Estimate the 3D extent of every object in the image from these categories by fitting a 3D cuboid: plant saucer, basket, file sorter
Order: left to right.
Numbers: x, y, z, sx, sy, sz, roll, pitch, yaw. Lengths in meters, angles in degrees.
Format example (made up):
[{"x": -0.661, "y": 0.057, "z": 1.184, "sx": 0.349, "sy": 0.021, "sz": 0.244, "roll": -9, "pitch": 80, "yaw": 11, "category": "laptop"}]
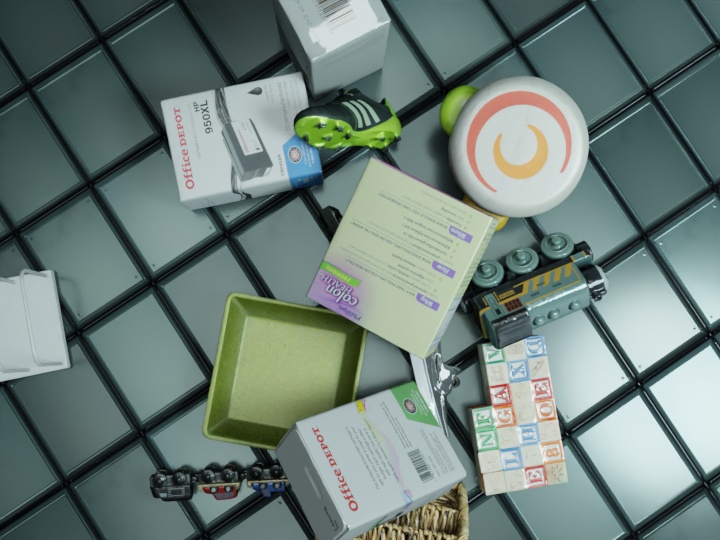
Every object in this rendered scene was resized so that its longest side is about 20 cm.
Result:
[{"x": -0.515, "y": 0.082, "z": 1.233, "sx": 0.198, "sy": 0.125, "sz": 0.140, "roll": -11, "pitch": 85, "yaw": -1, "category": "file sorter"}, {"x": -0.101, "y": 0.146, "z": 1.273, "sx": 0.198, "sy": 0.048, "sz": 0.202, "roll": 10, "pitch": 85, "yaw": 0, "category": "plant saucer"}, {"x": 0.040, "y": 0.341, "z": 1.213, "sx": 0.198, "sy": 0.143, "sz": 0.150, "roll": 13, "pitch": 86, "yaw": 0, "category": "basket"}]

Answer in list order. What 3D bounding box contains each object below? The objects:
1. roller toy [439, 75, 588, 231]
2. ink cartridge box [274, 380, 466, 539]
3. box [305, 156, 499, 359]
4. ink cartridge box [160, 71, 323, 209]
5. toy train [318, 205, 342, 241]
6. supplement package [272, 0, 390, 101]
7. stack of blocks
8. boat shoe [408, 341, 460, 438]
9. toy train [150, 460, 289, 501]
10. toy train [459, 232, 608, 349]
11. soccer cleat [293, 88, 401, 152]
[{"x": 0.211, "y": -0.163, "z": 1.256, "sx": 0.181, "sy": 0.140, "sz": 0.201, "roll": -15, "pitch": 94, "yaw": 5, "category": "roller toy"}, {"x": 0.012, "y": 0.244, "z": 1.174, "sx": 0.199, "sy": 0.084, "sz": 0.145, "roll": -14, "pitch": 64, "yaw": -37, "category": "ink cartridge box"}, {"x": 0.056, "y": -0.016, "z": 1.200, "sx": 0.175, "sy": 0.097, "sz": 0.201, "roll": 27, "pitch": 97, "yaw": 12, "category": "box"}, {"x": -0.162, "y": -0.177, "z": 1.277, "sx": 0.198, "sy": 0.084, "sz": 0.146, "roll": -12, "pitch": 86, "yaw": -1, "category": "ink cartridge box"}, {"x": 0.000, "y": 0.000, "z": 1.288, "sx": 0.034, "sy": 0.046, "sz": 0.201, "roll": -29, "pitch": 85, "yaw": 13, "category": "toy train"}, {"x": -0.040, "y": -0.323, "z": 1.232, "sx": 0.117, "sy": 0.200, "sz": 0.117, "roll": -29, "pitch": 87, "yaw": -3, "category": "supplement package"}, {"x": 0.207, "y": 0.196, "z": 1.269, "sx": 0.114, "sy": 0.059, "sz": 0.202, "roll": -8, "pitch": 86, "yaw": -1, "category": "stack of blocks"}, {"x": 0.105, "y": 0.138, "z": 1.272, "sx": 0.066, "sy": 0.070, "sz": 0.202, "roll": -12, "pitch": 79, "yaw": 0, "category": "boat shoe"}, {"x": -0.187, "y": 0.291, "z": 1.262, "sx": 0.198, "sy": 0.034, "sz": 0.046, "roll": -4, "pitch": 94, "yaw": 0, "category": "toy train"}, {"x": 0.235, "y": 0.027, "z": 1.251, "sx": 0.199, "sy": 0.086, "sz": 0.114, "roll": -21, "pitch": 48, "yaw": -4, "category": "toy train"}, {"x": -0.023, "y": -0.207, "z": 1.249, "sx": 0.067, "sy": 0.199, "sz": 0.082, "roll": -33, "pitch": 71, "yaw": 37, "category": "soccer cleat"}]
